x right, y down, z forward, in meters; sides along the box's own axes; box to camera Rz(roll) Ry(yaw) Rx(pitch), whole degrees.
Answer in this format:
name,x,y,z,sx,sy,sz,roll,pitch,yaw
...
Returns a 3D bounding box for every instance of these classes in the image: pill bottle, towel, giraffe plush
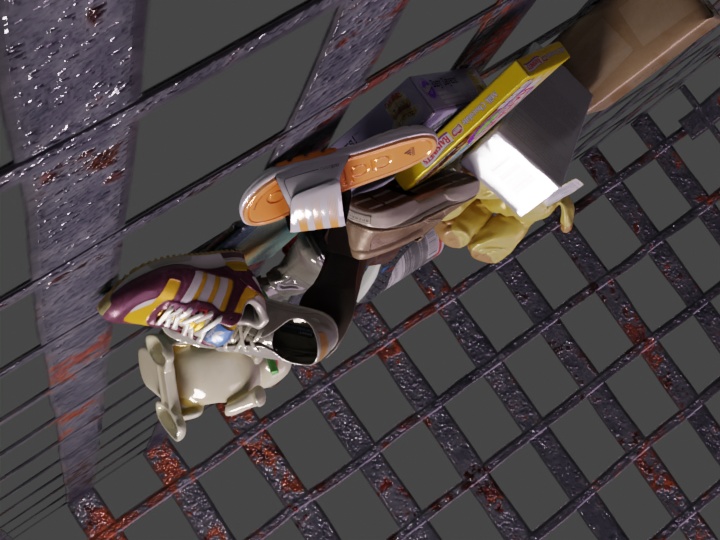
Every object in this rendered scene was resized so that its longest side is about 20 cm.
name,x,y,z,sx,sy,sz,roll,pitch,yaw
pill bottle,0.025,-0.029,1.745,0.200,0.114,0.114,-32,174,-32
towel,-0.120,-0.037,1.271,0.147,0.022,0.200,-39,173,33
giraffe plush,0.180,-0.132,1.438,0.199,0.163,0.173,-18,138,18

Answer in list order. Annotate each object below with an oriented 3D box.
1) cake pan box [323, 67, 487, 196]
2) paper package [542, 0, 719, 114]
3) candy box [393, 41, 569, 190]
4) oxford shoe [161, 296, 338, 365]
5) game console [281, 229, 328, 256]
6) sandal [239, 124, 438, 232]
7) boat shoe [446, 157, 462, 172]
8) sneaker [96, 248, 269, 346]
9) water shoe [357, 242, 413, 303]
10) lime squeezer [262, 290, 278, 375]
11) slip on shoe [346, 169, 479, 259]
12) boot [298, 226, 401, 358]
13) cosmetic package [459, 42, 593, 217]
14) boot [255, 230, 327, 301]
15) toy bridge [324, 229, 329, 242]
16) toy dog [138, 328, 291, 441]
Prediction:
name,x,y,z,sx,sy,sz,roll,pitch,yaw
cake pan box,0.032,-0.135,1.203,0.200,0.052,0.184,-39,172,30
paper package,0.348,-0.301,1.442,0.200,0.104,0.191,-38,175,23
candy box,0.125,-0.160,1.174,0.200,0.026,0.102,-41,176,40
oxford shoe,-0.124,0.064,1.233,0.058,0.199,0.076,-74,172,-66
game console,-0.006,-0.083,1.520,0.177,0.031,0.200,-39,174,36
sandal,-0.016,-0.079,1.073,0.206,0.059,0.079,-21,153,0
boat shoe,0.106,-0.128,1.507,0.200,0.062,0.072,-35,148,-47
sneaker,-0.170,0.036,1.130,0.200,0.090,0.075,-16,160,-50
water shoe,0.017,-0.036,1.542,0.071,0.079,0.200,-27,157,-44
lime squeezer,-0.123,0.061,1.333,0.038,0.071,0.200,-3,-166,-9
slip on shoe,0.058,-0.064,1.230,0.200,0.076,0.061,-26,127,-48
boot,0.000,0.000,1.336,0.187,0.064,0.200,-70,167,16
cosmetic package,0.196,-0.167,1.309,0.071,0.101,0.200,-39,-164,43
boot,-0.095,0.010,1.402,0.130,0.068,0.200,-25,171,-4
toy bridge,-0.011,-0.061,1.448,0.067,0.027,0.200,-33,168,-30
toy dog,-0.181,0.125,1.487,0.199,0.140,0.194,-13,-172,-25
